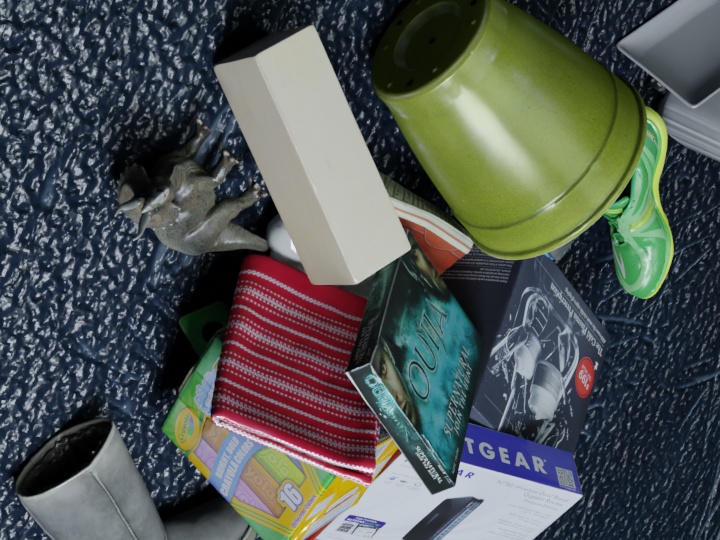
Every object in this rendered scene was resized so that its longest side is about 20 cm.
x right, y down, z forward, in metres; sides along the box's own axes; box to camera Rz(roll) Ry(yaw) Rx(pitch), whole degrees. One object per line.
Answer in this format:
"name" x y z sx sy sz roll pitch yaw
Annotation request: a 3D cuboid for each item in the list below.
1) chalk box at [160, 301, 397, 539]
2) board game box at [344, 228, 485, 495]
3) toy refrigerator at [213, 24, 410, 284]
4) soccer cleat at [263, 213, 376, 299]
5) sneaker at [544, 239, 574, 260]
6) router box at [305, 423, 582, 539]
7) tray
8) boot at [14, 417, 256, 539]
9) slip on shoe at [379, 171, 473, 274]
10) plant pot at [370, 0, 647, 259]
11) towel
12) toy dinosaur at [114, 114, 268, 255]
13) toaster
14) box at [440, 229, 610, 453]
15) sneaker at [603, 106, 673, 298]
"chalk box" -0.076 0.111 1.569 0.124 0.200 0.124 -25 155 -50
"board game box" 0.049 0.072 1.561 0.136 0.028 0.201 55 27 -24
"toy refrigerator" -0.037 -0.093 1.518 0.070 0.076 0.201 -32 105 -27
"soccer cleat" 0.000 0.000 1.638 0.077 0.070 0.199 -33 137 28
"sneaker" 0.198 -0.072 1.742 0.073 0.200 0.082 39 109 -6
"router box" 0.070 0.211 1.703 0.198 0.049 0.180 17 134 -29
"tray" 0.356 -0.235 1.862 0.199 0.107 0.022 -35 153 -25
"boot" -0.186 0.197 1.596 0.182 0.072 0.201 -40 127 -24
"slip on shoe" 0.026 -0.044 1.666 0.061 0.074 0.199 -51 139 9
"plant pot" 0.113 -0.146 1.624 0.193 0.200 0.201 40 82 -34
"towel" -0.043 0.075 1.512 0.143 0.201 0.023 23 128 -12
"toy dinosaur" -0.137 -0.056 1.512 0.102 0.077 0.200 -42 156 -2
"toaster" 0.398 -0.159 1.912 0.199 0.129 0.114 18 101 -47
"box" 0.134 0.091 1.771 0.200 0.103 0.183 46 57 -46
"sneaker" 0.265 -0.066 1.883 0.083 0.074 0.202 -23 116 -36
